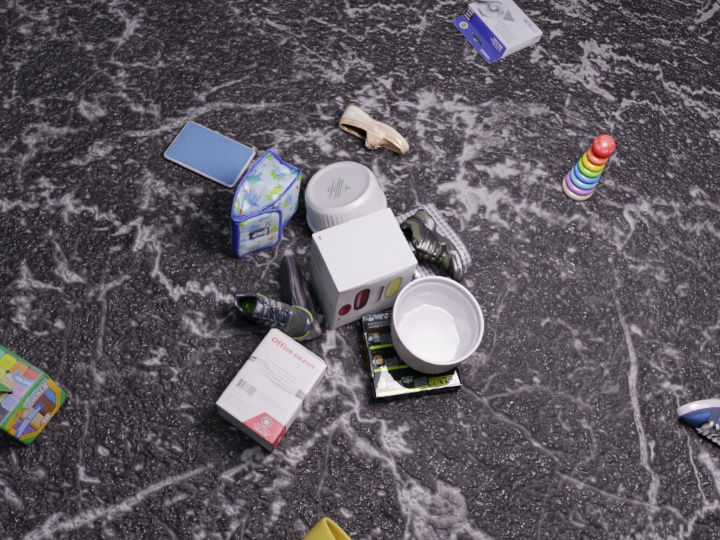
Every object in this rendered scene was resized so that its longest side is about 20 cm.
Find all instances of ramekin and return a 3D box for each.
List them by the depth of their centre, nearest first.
[{"bbox_3d":[0.156,0.124,1.453,0.197,0.105,0.203,4,63,-7],"label":"ramekin"},{"bbox_3d":[-0.041,-0.170,1.597,0.199,0.095,0.205,-7,49,9],"label":"ramekin"}]

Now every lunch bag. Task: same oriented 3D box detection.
[{"bbox_3d":[-0.228,-0.141,1.547,0.127,0.171,0.201,34,63,9],"label":"lunch bag"}]

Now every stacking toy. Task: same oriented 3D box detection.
[{"bbox_3d":[0.580,-0.262,1.696,0.084,0.201,0.087,3,63,-5],"label":"stacking toy"}]

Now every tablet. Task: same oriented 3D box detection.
[{"bbox_3d":[-0.379,-0.293,1.702,0.198,0.014,0.131,25,63,5],"label":"tablet"}]

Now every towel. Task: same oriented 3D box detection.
[{"bbox_3d":[0.147,-0.057,1.605,0.164,0.086,0.201,-26,69,-19],"label":"towel"}]

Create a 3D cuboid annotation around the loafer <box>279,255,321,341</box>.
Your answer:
[{"bbox_3d":[-0.136,0.063,1.528,0.062,0.072,0.203,-1,68,-30],"label":"loafer"}]

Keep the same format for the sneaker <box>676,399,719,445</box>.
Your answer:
[{"bbox_3d":[0.798,0.367,1.468,0.196,0.081,0.148,6,58,-10],"label":"sneaker"}]

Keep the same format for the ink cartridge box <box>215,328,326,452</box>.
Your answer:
[{"bbox_3d":[-0.183,0.247,1.410,0.146,0.083,0.201,32,64,10],"label":"ink cartridge box"}]

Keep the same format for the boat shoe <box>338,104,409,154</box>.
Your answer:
[{"bbox_3d":[0.031,-0.349,1.754,0.198,0.074,0.070,33,76,11],"label":"boat shoe"}]

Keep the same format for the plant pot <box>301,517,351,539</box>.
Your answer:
[{"bbox_3d":[-0.068,0.584,1.201,0.188,0.201,0.201,-41,73,-8],"label":"plant pot"}]

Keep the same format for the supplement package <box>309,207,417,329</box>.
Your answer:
[{"bbox_3d":[0.000,0.000,1.493,0.189,0.201,0.149,-20,66,-15],"label":"supplement package"}]

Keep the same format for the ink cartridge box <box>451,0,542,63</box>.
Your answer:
[{"bbox_3d":[0.403,-0.723,2.000,0.198,0.041,0.201,-29,70,-19],"label":"ink cartridge box"}]

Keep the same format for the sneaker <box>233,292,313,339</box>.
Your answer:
[{"bbox_3d":[-0.192,0.096,1.454,0.197,0.081,0.075,13,84,27],"label":"sneaker"}]

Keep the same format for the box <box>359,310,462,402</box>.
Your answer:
[{"bbox_3d":[0.109,0.182,1.501,0.196,0.048,0.196,-7,66,-11],"label":"box"}]

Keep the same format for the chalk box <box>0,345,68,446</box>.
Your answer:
[{"bbox_3d":[-0.674,0.232,1.293,0.124,0.201,0.125,29,63,8],"label":"chalk box"}]

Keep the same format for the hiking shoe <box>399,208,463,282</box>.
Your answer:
[{"bbox_3d":[0.152,-0.040,1.520,0.100,0.076,0.201,-28,62,-13],"label":"hiking shoe"}]
